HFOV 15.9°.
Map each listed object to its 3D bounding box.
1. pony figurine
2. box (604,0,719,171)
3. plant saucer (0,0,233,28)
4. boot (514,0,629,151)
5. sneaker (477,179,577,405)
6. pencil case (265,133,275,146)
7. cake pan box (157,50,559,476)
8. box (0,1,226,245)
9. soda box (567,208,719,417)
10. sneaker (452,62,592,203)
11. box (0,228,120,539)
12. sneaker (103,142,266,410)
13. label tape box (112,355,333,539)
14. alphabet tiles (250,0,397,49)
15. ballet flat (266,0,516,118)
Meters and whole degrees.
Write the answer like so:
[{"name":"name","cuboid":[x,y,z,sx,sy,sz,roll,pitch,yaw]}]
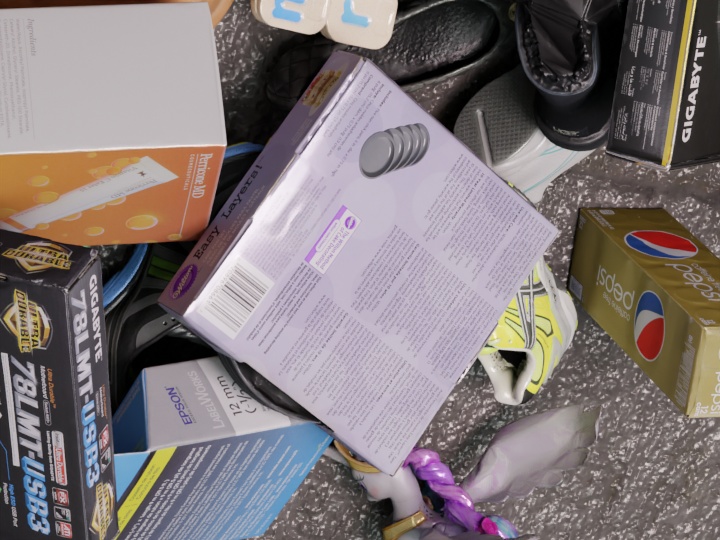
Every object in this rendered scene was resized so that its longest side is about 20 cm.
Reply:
[{"name":"pony figurine","cuboid":[0.073,0.181,1.727,0.167,0.192,0.201,-47,123,-47]},{"name":"box","cuboid":[0.217,-0.166,1.501,0.159,0.049,0.202,-12,114,-53]},{"name":"plant saucer","cuboid":[-0.159,-0.200,1.522,0.199,0.032,0.202,-7,117,-13]},{"name":"boot","cuboid":[0.145,-0.182,1.555,0.076,0.168,0.202,14,79,9]},{"name":"sneaker","cuboid":[0.085,0.009,1.675,0.200,0.075,0.077,54,44,-39]},{"name":"pencil case","cuboid":[-0.008,-0.002,1.660,0.088,0.088,0.201,-13,119,-15]},{"name":"cake pan box","cuboid":[0.000,0.000,1.564,0.184,0.052,0.201,37,83,-26]},{"name":"box","cuboid":[-0.186,-0.082,1.502,0.198,0.098,0.125,-3,155,-11]},{"name":"soda box","cuboid":[0.206,0.025,1.683,0.067,0.200,0.064,0,114,-20]},{"name":"sneaker","cuboid":[0.145,-0.127,1.677,0.200,0.070,0.080,-44,143,-1]},{"name":"box","cuboid":[-0.239,0.063,1.478,0.197,0.050,0.201,10,125,17]},{"name":"sneaker","cuboid":[-0.108,0.006,1.616,0.200,0.083,0.071,-56,154,14]},{"name":"label tape box","cuboid":[-0.123,0.120,1.617,0.199,0.066,0.144,-6,146,-38]},{"name":"alphabet tiles","cuboid":[-0.005,-0.240,1.558,0.195,0.015,0.202,9,96,-35]},{"name":"ballet flat","cuboid":[0.035,-0.137,1.627,0.199,0.057,0.067,-23,119,-11]}]
